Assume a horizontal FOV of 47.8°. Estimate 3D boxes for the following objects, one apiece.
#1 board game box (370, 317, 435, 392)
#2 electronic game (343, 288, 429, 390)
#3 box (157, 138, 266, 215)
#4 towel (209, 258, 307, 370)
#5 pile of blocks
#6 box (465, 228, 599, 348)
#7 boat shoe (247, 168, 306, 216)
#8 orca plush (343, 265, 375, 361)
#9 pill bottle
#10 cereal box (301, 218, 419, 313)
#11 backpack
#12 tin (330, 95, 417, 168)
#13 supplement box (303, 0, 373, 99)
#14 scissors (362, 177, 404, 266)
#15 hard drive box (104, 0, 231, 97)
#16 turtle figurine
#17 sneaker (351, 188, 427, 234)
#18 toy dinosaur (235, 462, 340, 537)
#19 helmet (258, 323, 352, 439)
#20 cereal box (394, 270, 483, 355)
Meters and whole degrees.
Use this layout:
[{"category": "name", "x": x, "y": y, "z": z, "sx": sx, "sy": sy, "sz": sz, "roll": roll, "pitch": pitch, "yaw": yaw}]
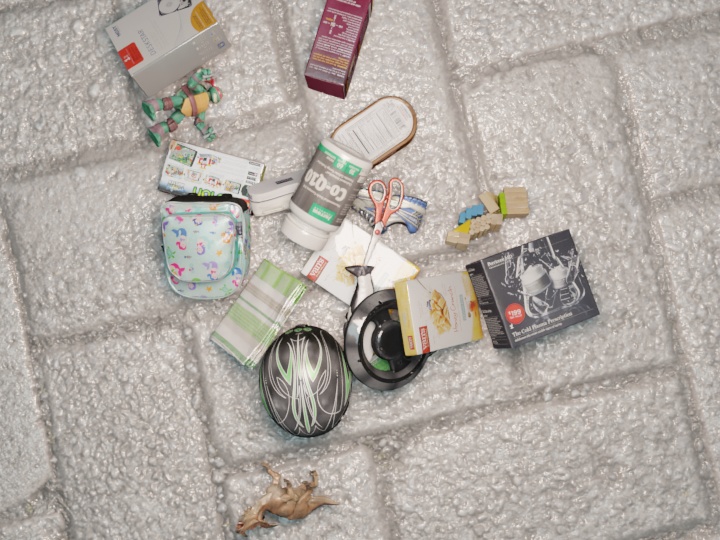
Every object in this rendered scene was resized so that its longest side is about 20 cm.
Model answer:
[{"category": "board game box", "x": 0.093, "y": 0.149, "z": 1.650, "sx": 0.200, "sy": 0.023, "sz": 0.105, "roll": -36, "pitch": 112, "yaw": -2}, {"category": "electronic game", "x": 0.056, "y": 0.135, "z": 1.585, "sx": 0.200, "sy": 0.042, "sz": 0.200, "roll": -3, "pitch": 96, "yaw": -30}, {"category": "box", "x": -0.305, "y": -0.191, "z": 1.670, "sx": 0.200, "sy": 0.035, "sz": 0.110, "roll": 15, "pitch": 88, "yaw": 0}, {"category": "towel", "x": -0.209, "y": 0.083, "z": 1.621, "sx": 0.149, "sy": 0.031, "sz": 0.200, "roll": 29, "pitch": 84, "yaw": 41}, {"category": "pile of blocks", "x": 0.252, "y": -0.107, "z": 1.661, "sx": 0.200, "sy": 0.062, "sz": 0.082, "roll": -27, "pitch": 76, "yaw": -9}, {"category": "box", "x": 0.339, "y": 0.038, "z": 1.615, "sx": 0.200, "sy": 0.104, "sz": 0.182, "roll": -20, "pitch": 87, "yaw": -12}, {"category": "boat shoe", "x": -0.129, "y": -0.157, "z": 1.655, "sx": 0.200, "sy": 0.072, "sz": 0.066, "roll": -18, "pitch": 126, "yaw": -18}, {"category": "orca plush", "x": -0.015, "y": 0.088, "z": 1.600, "sx": 0.105, "sy": 0.071, "sz": 0.200, "roll": -22, "pitch": 109, "yaw": -39}, {"category": "pill bottle", "x": -0.069, "y": -0.146, "z": 1.576, "sx": 0.113, "sy": 0.113, "sz": 0.200, "roll": 29, "pitch": 104, "yaw": 1}, {"category": "cereal box", "x": 0.000, "y": 0.000, "z": 1.654, "sx": 0.200, "sy": 0.040, "sz": 0.144, "roll": 33, "pitch": 92, "yaw": 0}, {"category": "backpack", "x": -0.305, "y": -0.042, "z": 1.605, "sx": 0.177, "sy": 0.151, "sz": 0.200, "roll": 1, "pitch": 108, "yaw": 1}, {"category": "tin", "x": 0.025, "y": -0.280, "z": 1.674, "sx": 0.200, "sy": 0.042, "sz": 0.112, "roll": -35, "pitch": 84, "yaw": -1}, {"category": "supplement box", "x": -0.043, "y": -0.463, "z": 1.642, "sx": 0.085, "sy": 0.110, "sz": 0.200, "roll": 17, "pitch": 88, "yaw": 1}, {"category": "scissors", "x": 0.043, "y": -0.087, "z": 1.617, "sx": 0.073, "sy": 0.014, "sz": 0.200, "roll": 5, "pitch": 95, "yaw": -11}, {"category": "hard drive box", "x": -0.386, "y": -0.467, "z": 1.631, "sx": 0.200, "sy": 0.077, "sz": 0.156, "roll": -33, "pitch": 63, "yaw": -1}, {"category": "turtle figurine", "x": -0.337, "y": -0.332, "z": 1.642, "sx": 0.200, "sy": 0.101, "sz": 0.150, "roll": -29, "pitch": 125, "yaw": -24}, {"category": "sneaker", "x": 0.033, "y": -0.119, "z": 1.651, "sx": 0.200, "sy": 0.077, "sz": 0.085, "roll": 10, "pitch": 92, "yaw": 1}, {"category": "toy dinosaur", "x": -0.149, "y": 0.472, "z": 1.632, "sx": 0.200, "sy": 0.086, "sz": 0.136, "roll": 11, "pitch": 99, "yaw": -16}, {"category": "helmet", "x": -0.106, "y": 0.216, "z": 1.572, "sx": 0.200, "sy": 0.191, "sz": 0.200, "roll": 0, "pitch": 114, "yaw": -1}, {"category": "cereal box", "x": 0.157, "y": 0.081, "z": 1.602, "sx": 0.200, "sy": 0.039, "sz": 0.144, "roll": -9, "pitch": 89, "yaw": -43}]
